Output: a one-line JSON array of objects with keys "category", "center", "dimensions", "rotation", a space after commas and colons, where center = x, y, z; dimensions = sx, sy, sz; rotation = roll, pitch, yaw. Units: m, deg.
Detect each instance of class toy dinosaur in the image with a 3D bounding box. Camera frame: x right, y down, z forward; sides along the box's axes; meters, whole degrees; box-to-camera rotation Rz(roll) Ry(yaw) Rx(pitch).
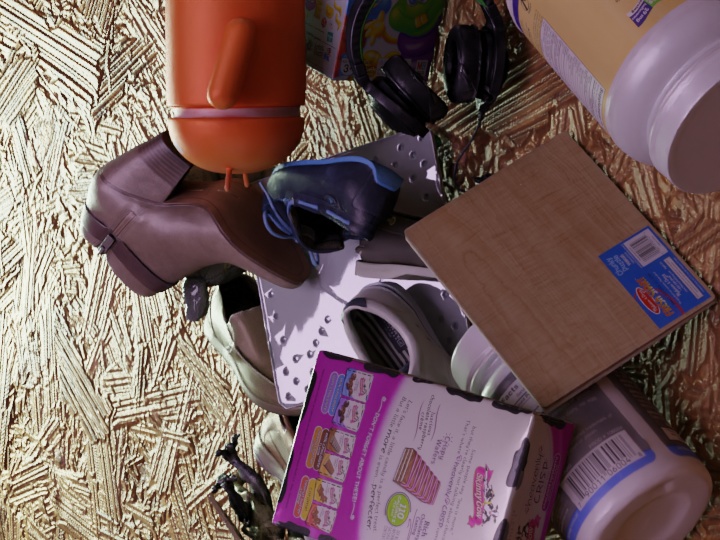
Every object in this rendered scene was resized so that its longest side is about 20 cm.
[{"category": "toy dinosaur", "center": [-0.101, 0.202, 1.828], "dimensions": [0.088, 0.047, 0.200], "rotation": [59, 176, -28]}]

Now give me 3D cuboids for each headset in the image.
[{"category": "headset", "center": [0.067, -0.145, 1.596], "dimensions": [0.094, 0.123, 0.200], "rotation": [-124, 10, -70]}]

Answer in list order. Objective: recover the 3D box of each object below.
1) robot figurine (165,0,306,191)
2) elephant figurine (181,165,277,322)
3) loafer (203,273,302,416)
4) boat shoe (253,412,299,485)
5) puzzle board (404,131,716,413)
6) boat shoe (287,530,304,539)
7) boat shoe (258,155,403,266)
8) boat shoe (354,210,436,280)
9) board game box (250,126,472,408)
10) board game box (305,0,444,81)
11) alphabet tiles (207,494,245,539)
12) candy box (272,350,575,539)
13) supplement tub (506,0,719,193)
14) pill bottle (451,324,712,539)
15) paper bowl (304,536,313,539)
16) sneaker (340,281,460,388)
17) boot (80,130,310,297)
[{"category": "robot figurine", "center": [-0.102, -0.165, 1.643], "dimensions": [0.144, 0.116, 0.201], "rotation": [6, 99, 54]}, {"category": "elephant figurine", "center": [-0.151, -0.075, 1.891], "dimensions": [0.200, 0.155, 0.142], "rotation": [35, 148, 55]}, {"category": "loafer", "center": [-0.086, 0.065, 1.834], "dimensions": [0.200, 0.076, 0.068], "rotation": [36, 140, 46]}, {"category": "boat shoe", "center": [-0.028, 0.172, 1.777], "dimensions": [0.200, 0.076, 0.072], "rotation": [38, 120, 43]}, {"category": "puzzle board", "center": [0.145, -0.001, 1.501], "dimensions": [0.200, 0.151, 0.017], "rotation": [53, 170, 36]}, {"category": "boat shoe", "center": [-0.020, 0.289, 1.779], "dimensions": [0.201, 0.066, 0.072], "rotation": [59, 137, 33]}, {"category": "boat shoe", "center": [-0.038, -0.049, 1.637], "dimensions": [0.200, 0.084, 0.069], "rotation": [-17, 51, 69]}, {"category": "boat shoe", "center": [0.079, -0.020, 1.606], "dimensions": [0.201, 0.072, 0.060], "rotation": [2, 91, 39]}, {"category": "board game box", "center": [0.000, 0.000, 1.717], "dimensions": [0.200, 0.026, 0.201], "rotation": [-16, 79, 32]}, {"category": "board game box", "center": [0.009, -0.266, 1.671], "dimensions": [0.105, 0.103, 0.200], "rotation": [35, 120, 47]}, {"category": "alphabet tiles", "center": [-0.061, 0.304, 1.792], "dimensions": [0.200, 0.008, 0.167], "rotation": [51, 173, 37]}, {"category": "candy box", "center": [0.043, 0.147, 1.462], "dimensions": [0.200, 0.061, 0.137], "rotation": [15, 89, 39]}, {"category": "supplement tub", "center": [0.205, -0.163, 1.387], "dimensions": [0.200, 0.145, 0.146], "rotation": [55, 132, 35]}, {"category": "pill bottle", "center": [0.157, 0.117, 1.495], "dimensions": [0.200, 0.114, 0.114], "rotation": [53, 131, 37]}, {"category": "paper bowl", "center": [0.035, 0.197, 1.596], "dimensions": [0.200, 0.104, 0.201], "rotation": [22, 138, 22]}, {"category": "sneaker", "center": [0.050, 0.100, 1.626], "dimensions": [0.200, 0.071, 0.073], "rotation": [50, 121, 9]}, {"category": "boot", "center": [-0.151, -0.024, 1.764], "dimensions": [0.200, 0.070, 0.146], "rotation": [47, 128, 5]}]
